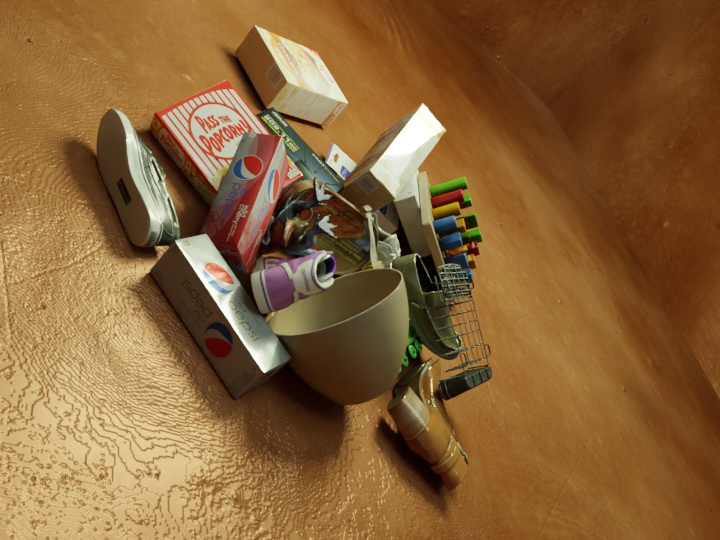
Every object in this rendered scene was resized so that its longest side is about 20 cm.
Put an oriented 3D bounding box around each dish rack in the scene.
[{"bbox_3d":[0.154,0.093,1.218,0.153,0.053,0.206,0,76,-65],"label":"dish rack"}]

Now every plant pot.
[{"bbox_3d":[-0.015,0.102,1.047,0.201,0.195,0.138,-52,125,-62],"label":"plant pot"}]

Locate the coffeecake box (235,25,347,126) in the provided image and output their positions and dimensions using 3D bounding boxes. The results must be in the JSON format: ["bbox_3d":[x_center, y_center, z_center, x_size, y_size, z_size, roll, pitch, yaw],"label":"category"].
[{"bbox_3d":[-0.138,-0.393,1.557,0.198,0.073,0.156,3,51,-55],"label":"coffeecake box"}]

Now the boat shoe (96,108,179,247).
[{"bbox_3d":[-0.295,-0.120,1.012,0.063,0.070,0.204,1,61,-54],"label":"boat shoe"}]

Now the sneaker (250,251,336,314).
[{"bbox_3d":[-0.086,0.011,1.049,0.201,0.111,0.074,-121,-168,-79],"label":"sneaker"}]

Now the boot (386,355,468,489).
[{"bbox_3d":[0.121,0.229,1.183,0.157,0.076,0.200,53,20,-4],"label":"boot"}]

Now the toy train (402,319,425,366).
[{"bbox_3d":[0.071,0.121,1.266,0.058,0.041,0.199,64,27,-2],"label":"toy train"}]

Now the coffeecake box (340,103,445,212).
[{"bbox_3d":[0.052,-0.201,1.440,0.073,0.153,0.201,44,58,-13],"label":"coffeecake box"}]

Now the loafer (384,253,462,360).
[{"bbox_3d":[0.116,0.059,1.287,0.202,0.069,0.075,55,27,-5],"label":"loafer"}]

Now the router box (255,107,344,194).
[{"bbox_3d":[-0.131,-0.180,1.327,0.200,0.062,0.150,47,27,-4],"label":"router box"}]

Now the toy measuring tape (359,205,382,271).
[{"bbox_3d":[0.000,0.000,1.246,0.073,0.072,0.206,-24,107,-62],"label":"toy measuring tape"}]

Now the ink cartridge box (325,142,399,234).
[{"bbox_3d":[0.001,-0.163,1.533,0.200,0.037,0.096,43,29,-17],"label":"ink cartridge box"}]

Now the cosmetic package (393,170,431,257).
[{"bbox_3d":[0.106,-0.149,1.585,0.203,0.050,0.153,-92,165,-50],"label":"cosmetic package"}]

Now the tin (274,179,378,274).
[{"bbox_3d":[-0.055,-0.069,1.244,0.198,0.113,0.042,33,8,-38],"label":"tin"}]

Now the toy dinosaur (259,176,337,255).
[{"bbox_3d":[-0.113,-0.064,1.097,0.198,0.179,0.108,-12,80,-52],"label":"toy dinosaur"}]

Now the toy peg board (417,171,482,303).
[{"bbox_3d":[0.192,-0.078,1.549,0.201,0.095,0.203,-88,160,-55],"label":"toy peg board"}]

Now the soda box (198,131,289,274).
[{"bbox_3d":[-0.161,-0.098,1.075,0.071,0.062,0.204,79,22,-56],"label":"soda box"}]

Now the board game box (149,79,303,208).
[{"bbox_3d":[-0.206,-0.182,1.180,0.201,0.046,0.151,50,52,3],"label":"board game box"}]

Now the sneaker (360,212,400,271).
[{"bbox_3d":[0.045,-0.011,1.347,0.202,0.092,0.075,53,27,5],"label":"sneaker"}]

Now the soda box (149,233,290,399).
[{"bbox_3d":[-0.178,0.055,0.965,0.202,0.063,0.068,55,27,8],"label":"soda box"}]
